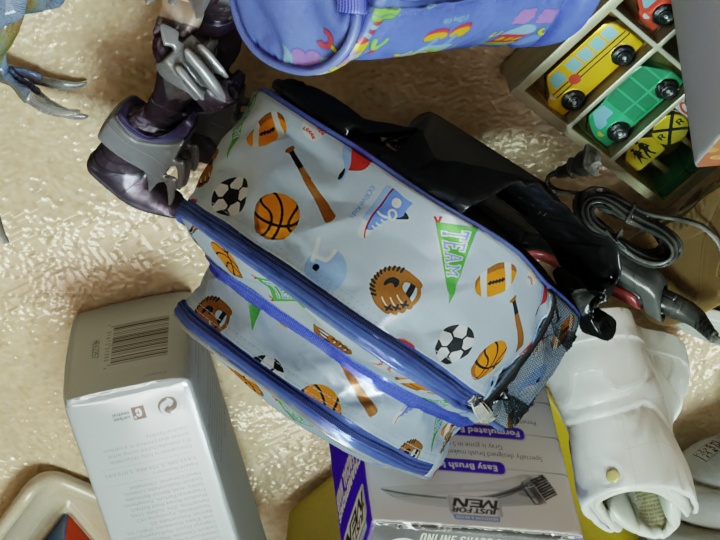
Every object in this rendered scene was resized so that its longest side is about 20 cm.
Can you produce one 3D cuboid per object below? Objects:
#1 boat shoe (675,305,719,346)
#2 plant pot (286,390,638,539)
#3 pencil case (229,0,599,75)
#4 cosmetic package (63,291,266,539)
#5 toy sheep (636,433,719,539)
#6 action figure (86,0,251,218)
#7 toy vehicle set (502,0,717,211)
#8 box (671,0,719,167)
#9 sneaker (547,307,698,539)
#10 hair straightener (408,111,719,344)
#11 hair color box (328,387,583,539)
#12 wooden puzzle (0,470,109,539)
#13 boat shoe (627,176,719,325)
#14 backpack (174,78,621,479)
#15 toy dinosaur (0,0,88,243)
[{"bbox_3d":[0.275,0.024,1.073,0.199,0.074,0.061,10,83,-8],"label":"boat shoe"},{"bbox_3d":[0.058,0.209,1.120,0.176,0.200,0.200,-18,131,21],"label":"plant pot"},{"bbox_3d":[0.034,-0.132,0.836,0.200,0.087,0.078,-14,106,-47],"label":"pencil case"},{"bbox_3d":[-0.103,0.123,1.050,0.074,0.102,0.201,-11,117,2],"label":"cosmetic package"},{"bbox_3d":[0.232,0.167,1.148,0.137,0.138,0.201,-4,100,-5],"label":"toy sheep"},{"bbox_3d":[-0.068,-0.112,0.877,0.069,0.130,0.200,31,141,6],"label":"action figure"},{"bbox_3d":[0.185,-0.129,0.952,0.124,0.027,0.200,32,118,-30],"label":"toy vehicle set"},{"bbox_3d":[0.218,-0.118,0.817,0.124,0.098,0.200,-5,171,-2],"label":"box"},{"bbox_3d":[0.146,0.092,1.026,0.073,0.116,0.200,-17,166,18],"label":"sneaker"},{"bbox_3d":[0.109,-0.024,0.961,0.200,0.041,0.077,31,140,5],"label":"hair straightener"},{"bbox_3d":[0.040,0.079,0.991,0.109,0.200,0.065,6,130,-13],"label":"hair color box"},{"bbox_3d":[-0.161,0.225,1.185,0.200,0.046,0.185,24,122,-26],"label":"wooden puzzle"},{"bbox_3d":[0.211,-0.027,0.970,0.074,0.069,0.200,56,149,-9],"label":"boat shoe"},{"bbox_3d":[0.000,0.000,0.868,0.154,0.200,0.191,-59,160,-9],"label":"backpack"},{"bbox_3d":[-0.187,-0.115,0.903,0.181,0.105,0.200,-22,96,22],"label":"toy dinosaur"}]
